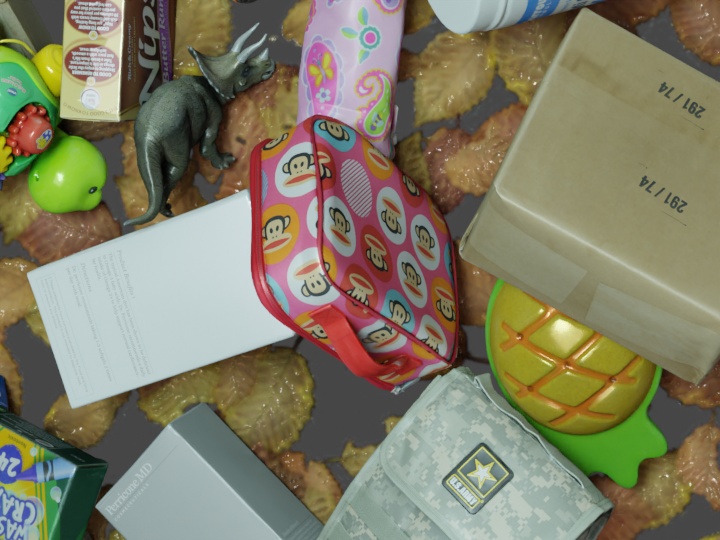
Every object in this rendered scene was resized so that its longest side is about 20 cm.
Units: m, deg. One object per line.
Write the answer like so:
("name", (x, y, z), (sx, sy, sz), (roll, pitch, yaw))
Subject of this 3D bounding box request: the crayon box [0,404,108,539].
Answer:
("crayon box", (-0.296, 0.226, 1.403), (0.125, 0.051, 0.202), (22, 97, 26))

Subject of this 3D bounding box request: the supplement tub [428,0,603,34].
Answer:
("supplement tub", (0.146, -0.253, 1.227), (0.198, 0.132, 0.134), (-18, 92, -16))

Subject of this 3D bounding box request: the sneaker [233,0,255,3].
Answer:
("sneaker", (-0.076, -0.314, 1.345), (0.078, 0.075, 0.202), (31, 101, 12))

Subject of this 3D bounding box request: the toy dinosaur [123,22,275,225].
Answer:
("toy dinosaur", (-0.148, -0.110, 1.353), (0.076, 0.200, 0.103), (19, 134, 27))

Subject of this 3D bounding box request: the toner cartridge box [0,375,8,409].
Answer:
("toner cartridge box", (-0.397, 0.086, 1.416), (0.095, 0.043, 0.199), (-42, 128, 14))

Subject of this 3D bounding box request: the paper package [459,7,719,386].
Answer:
("paper package", (0.199, -0.055, 1.235), (0.198, 0.104, 0.192), (28, 62, 3))

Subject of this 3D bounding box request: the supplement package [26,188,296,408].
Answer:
("supplement package", (-0.141, 0.019, 1.371), (0.198, 0.117, 0.118), (-18, 91, 15))

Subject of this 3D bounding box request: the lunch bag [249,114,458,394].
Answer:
("lunch bag", (0.000, 0.000, 1.272), (0.081, 0.200, 0.178), (-22, 53, 26))

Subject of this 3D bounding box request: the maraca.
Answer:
("maraca", (0.166, 0.074, 1.309), (0.135, 0.107, 0.202), (-7, 105, 20))

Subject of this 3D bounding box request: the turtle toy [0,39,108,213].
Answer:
("turtle toy", (-0.289, -0.114, 1.382), (0.145, 0.199, 0.102), (-35, 45, 37))

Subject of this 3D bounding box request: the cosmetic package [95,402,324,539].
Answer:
("cosmetic package", (-0.105, 0.218, 1.400), (0.200, 0.090, 0.107), (42, 107, 4))

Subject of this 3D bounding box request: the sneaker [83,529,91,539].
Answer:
("sneaker", (-0.278, 0.268, 1.461), (0.113, 0.073, 0.202), (-26, 79, 18))

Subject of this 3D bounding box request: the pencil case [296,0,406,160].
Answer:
("pencil case", (-0.003, -0.174, 1.337), (0.086, 0.087, 0.203), (8, 98, 13))

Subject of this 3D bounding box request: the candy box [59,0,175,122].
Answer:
("candy box", (-0.188, -0.220, 1.359), (0.056, 0.117, 0.203), (4, 96, 13))

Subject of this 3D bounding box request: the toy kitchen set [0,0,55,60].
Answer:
("toy kitchen set", (-0.352, -0.275, 1.418), (0.161, 0.181, 0.202), (-8, 54, 11))

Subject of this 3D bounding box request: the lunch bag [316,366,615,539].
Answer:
("lunch bag", (0.078, 0.194, 1.307), (0.164, 0.117, 0.201), (42, 114, 24))
